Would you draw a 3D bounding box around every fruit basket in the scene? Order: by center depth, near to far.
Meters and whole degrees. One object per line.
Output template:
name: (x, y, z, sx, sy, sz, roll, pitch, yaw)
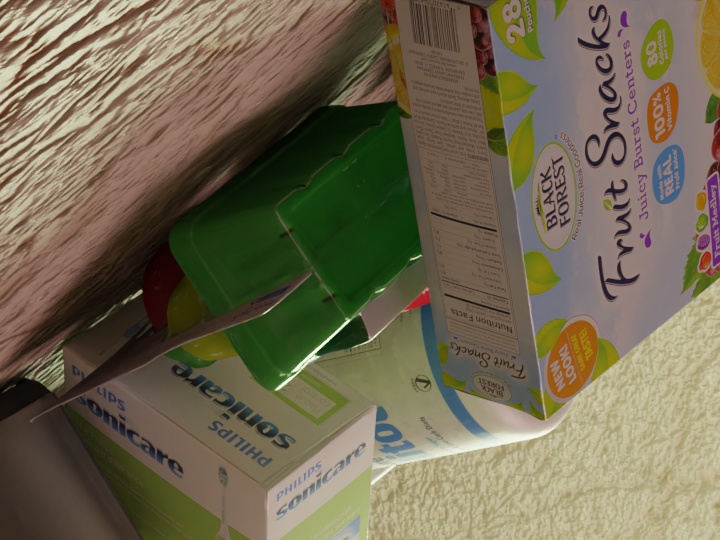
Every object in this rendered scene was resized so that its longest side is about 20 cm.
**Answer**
fruit basket: (-0.045, 0.004, 1.128, 0.185, 0.094, 0.200, -42, -175, -42)

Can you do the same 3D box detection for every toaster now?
toaster: (-0.194, 0.154, 1.164, 0.200, 0.129, 0.114, -33, 172, -47)

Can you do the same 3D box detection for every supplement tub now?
supplement tub: (0.022, 0.051, 1.452, 0.199, 0.133, 0.132, -15, -169, 37)

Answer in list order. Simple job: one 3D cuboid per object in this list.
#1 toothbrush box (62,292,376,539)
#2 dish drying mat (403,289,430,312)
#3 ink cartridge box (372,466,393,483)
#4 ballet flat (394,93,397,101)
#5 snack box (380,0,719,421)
toothbrush box: (-0.074, 0.126, 1.249, 0.086, 0.145, 0.201, -36, 144, -34)
dish drying mat: (0.000, 0.000, 1.288, 0.199, 0.018, 0.077, -20, 131, -10)
ink cartridge box: (-0.076, 0.118, 1.595, 0.200, 0.145, 0.084, -33, 173, -47)
ballet flat: (0.046, -0.080, 1.218, 0.071, 0.071, 0.200, -40, 176, 9)
snack box: (0.097, -0.064, 1.051, 0.067, 0.201, 0.168, 17, -141, 40)
